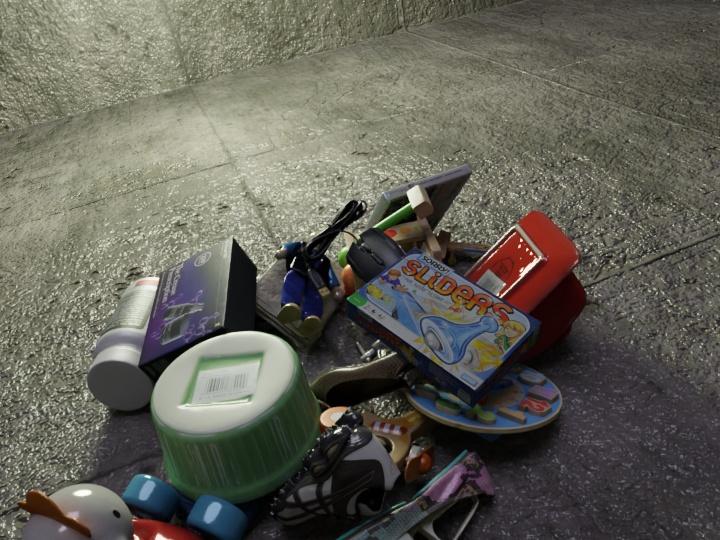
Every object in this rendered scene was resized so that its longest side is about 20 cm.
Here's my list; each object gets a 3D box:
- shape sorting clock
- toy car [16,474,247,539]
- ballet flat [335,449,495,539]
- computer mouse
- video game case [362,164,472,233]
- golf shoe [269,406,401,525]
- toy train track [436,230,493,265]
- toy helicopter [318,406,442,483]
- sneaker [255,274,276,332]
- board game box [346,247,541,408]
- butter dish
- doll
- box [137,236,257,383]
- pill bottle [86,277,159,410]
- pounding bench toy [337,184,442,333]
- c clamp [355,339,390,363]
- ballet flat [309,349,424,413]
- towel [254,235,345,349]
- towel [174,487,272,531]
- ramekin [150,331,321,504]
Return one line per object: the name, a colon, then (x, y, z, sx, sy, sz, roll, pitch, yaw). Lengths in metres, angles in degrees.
shape sorting clock: (0.153, 0.148, 0.771, 0.197, 0.040, 0.200, 4, 19, -1)
toy car: (-0.232, 0.264, 0.560, 0.175, 0.201, 0.186, 6, 49, 24)
ballet flat: (0.063, 0.267, 0.639, 0.198, 0.070, 0.071, -26, 61, -23)
computer mouse: (0.000, 0.000, 0.869, 0.140, 0.046, 0.201, -41, 72, 3)
video game case: (0.087, -0.098, 1.074, 0.180, 0.200, 0.024, -22, 70, -26)
golf shoe: (-0.029, 0.232, 0.631, 0.094, 0.201, 0.078, 39, 44, 9)
toy train track: (0.187, -0.031, 1.090, 0.197, 0.033, 0.115, 5, 28, 14)
toy helicopter: (0.053, 0.199, 0.732, 0.198, 0.080, 0.131, -19, 24, -37)
sneaker: (-0.184, 0.077, 0.992, 0.099, 0.070, 0.199, 23, 46, 37)
board game box: (0.098, 0.060, 0.743, 0.199, 0.035, 0.135, 33, 53, 31)
butter dish: (0.238, 0.046, 0.856, 0.200, 0.147, 0.201, -46, 18, 15)
doll: (-0.080, 0.012, 0.975, 0.048, 0.136, 0.201, -40, 28, 34)
box: (-0.229, 0.061, 0.887, 0.140, 0.079, 0.201, -23, 38, 10)
pill bottle: (-0.342, 0.110, 0.944, 0.112, 0.115, 0.201, -8, 32, 4)
pounding bench toy: (0.041, -0.026, 0.962, 0.154, 0.202, 0.125, -11, 32, -2)
c clamp: (0.080, 0.076, 0.852, 0.199, 0.027, 0.171, -37, 20, 4)
ballet flat: (0.004, 0.149, 0.779, 0.198, 0.067, 0.047, -26, 45, 28)
towel: (-0.095, 0.032, 1.009, 0.132, 0.035, 0.200, 38, 40, -2)
towel: (-0.139, 0.231, 0.758, 0.110, 0.049, 0.200, 9, 37, 27)
ramekin: (-0.150, 0.163, 0.727, 0.197, 0.099, 0.201, -7, 33, 5)
